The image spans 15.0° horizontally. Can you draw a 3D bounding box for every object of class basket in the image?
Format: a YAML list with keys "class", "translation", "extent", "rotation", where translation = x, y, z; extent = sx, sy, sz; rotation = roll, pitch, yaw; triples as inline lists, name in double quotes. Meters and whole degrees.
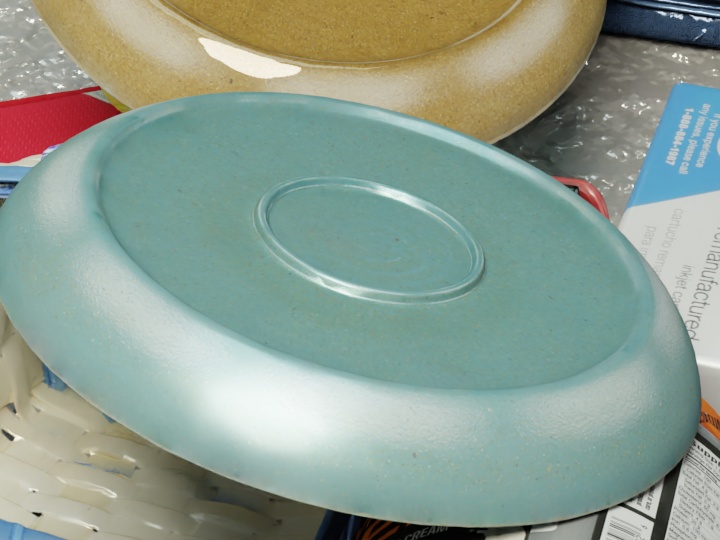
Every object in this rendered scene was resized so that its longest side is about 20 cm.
- class: "basket"
  translation: [-0.076, 0.040, 0.817]
  extent: [0.176, 0.139, 0.200]
  rotation: [12, 31, 14]

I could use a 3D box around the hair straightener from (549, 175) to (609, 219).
- class: "hair straightener"
  translation: [-0.008, -0.019, 0.936]
  extent: [0.077, 0.041, 0.200]
  rotation: [-26, 30, -34]

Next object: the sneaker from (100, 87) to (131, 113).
- class: "sneaker"
  translation: [-0.010, -0.126, 0.959]
  extent: [0.200, 0.084, 0.074]
  rotation: [-32, 25, -14]

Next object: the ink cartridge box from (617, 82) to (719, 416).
- class: "ink cartridge box"
  translation: [0.180, 0.026, 0.877]
  extent: [0.199, 0.086, 0.147]
  rotation: [9, 40, 14]

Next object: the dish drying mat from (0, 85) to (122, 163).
- class: "dish drying mat"
  translation: [-0.141, -0.036, 0.982]
  extent: [0.199, 0.018, 0.077]
  rotation: [-9, 36, 4]

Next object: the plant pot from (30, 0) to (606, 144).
- class: "plant pot"
  translation: [-0.014, -0.117, 0.898]
  extent: [0.199, 0.028, 0.200]
  rotation: [5, 53, -7]

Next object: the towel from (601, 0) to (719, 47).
- class: "towel"
  translation: [0.179, -0.131, 1.098]
  extent: [0.199, 0.049, 0.112]
  rotation: [7, 39, 9]

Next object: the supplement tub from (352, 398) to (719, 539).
- class: "supplement tub"
  translation: [0.048, 0.108, 0.731]
  extent: [0.122, 0.123, 0.200]
  rotation: [8, 26, 10]

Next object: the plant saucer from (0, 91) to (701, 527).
- class: "plant saucer"
  translation: [0.000, 0.000, 0.745]
  extent: [0.200, 0.027, 0.200]
  rotation: [12, 28, -6]
